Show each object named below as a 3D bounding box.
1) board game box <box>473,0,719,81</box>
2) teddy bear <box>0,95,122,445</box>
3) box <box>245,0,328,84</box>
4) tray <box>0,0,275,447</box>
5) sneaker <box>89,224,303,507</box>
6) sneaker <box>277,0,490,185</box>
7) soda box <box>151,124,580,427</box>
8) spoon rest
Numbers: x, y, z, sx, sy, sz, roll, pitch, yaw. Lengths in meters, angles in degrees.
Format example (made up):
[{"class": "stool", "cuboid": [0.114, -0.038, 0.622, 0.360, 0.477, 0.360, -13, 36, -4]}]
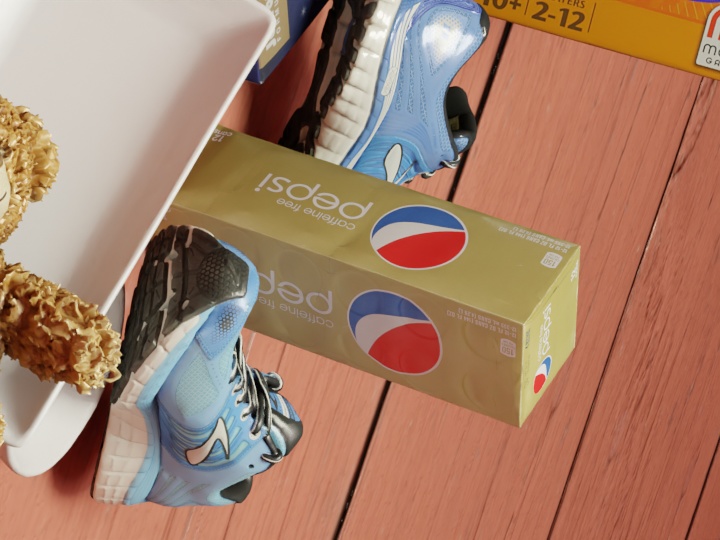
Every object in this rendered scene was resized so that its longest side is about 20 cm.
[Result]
[{"class": "board game box", "cuboid": [0.151, -0.224, 1.319, 0.200, 0.199, 0.201, -32, 138, -74]}, {"class": "teddy bear", "cuboid": [-0.162, 0.025, 0.877, 0.200, 0.145, 0.067, -60, -178, -13]}, {"class": "box", "cuboid": [-0.031, -0.176, 1.179, 0.200, 0.032, 0.121, -54, 154, -38]}, {"class": "tray", "cuboid": [-0.124, -0.040, 0.946, 0.200, 0.107, 0.022, -60, 179, -17]}, {"class": "sneaker", "cuboid": [-0.066, 0.048, 1.124, 0.200, 0.090, 0.079, 111, -10, -59]}, {"class": "sneaker", "cuboid": [0.011, -0.059, 1.243, 0.079, 0.089, 0.200, -99, -155, -46]}, {"class": "soda box", "cuboid": [0.000, 0.000, 1.164, 0.064, 0.199, 0.068, -52, 152, -41]}, {"class": "spoon rest", "cuboid": [-0.133, 0.011, 1.034, 0.100, 0.060, 0.200, -59, 155, -31]}]
